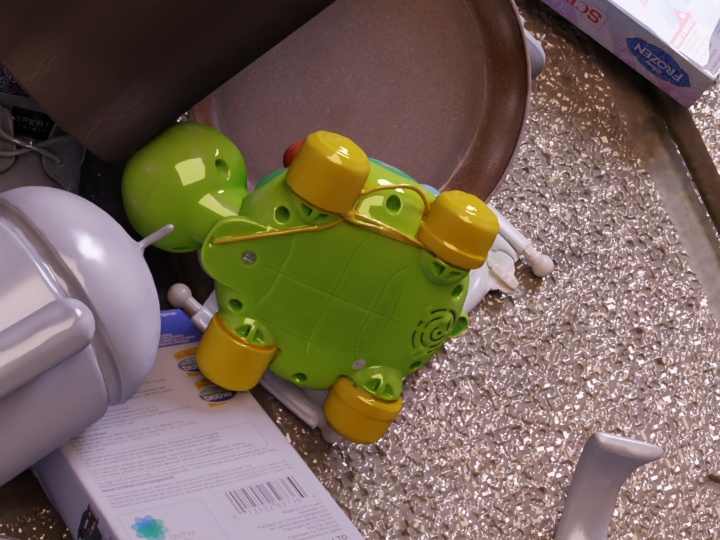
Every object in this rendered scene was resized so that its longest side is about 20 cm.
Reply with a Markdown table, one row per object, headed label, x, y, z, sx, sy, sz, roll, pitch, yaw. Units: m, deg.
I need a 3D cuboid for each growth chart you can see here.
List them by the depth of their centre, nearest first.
| label | x | y | z | sx | sy | sz | roll | pitch | yaw |
| --- | --- | --- | --- | --- | --- | --- | --- | --- | --- |
| growth chart | 0.000 | 0.000 | 0.978 | 0.200 | 0.018 | 0.145 | -39 | 82 | -26 |

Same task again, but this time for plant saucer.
| label | x | y | z | sx | sy | sz | roll | pitch | yaw |
| --- | --- | --- | --- | --- | --- | --- | --- | --- | --- |
| plant saucer | -0.002 | -0.103 | 0.954 | 0.198 | 0.032 | 0.202 | -3 | 99 | -17 |

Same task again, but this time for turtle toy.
| label | x | y | z | sx | sy | sz | roll | pitch | yaw |
| --- | --- | --- | --- | --- | --- | --- | --- | --- | --- |
| turtle toy | -0.030 | -0.012 | 0.889 | 0.199 | 0.146 | 0.101 | 24 | 19 | -17 |

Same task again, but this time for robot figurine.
| label | x | y | z | sx | sy | sz | roll | pitch | yaw |
| --- | --- | --- | --- | --- | --- | --- | --- | --- | --- |
| robot figurine | -0.174 | 0.037 | 0.783 | 0.199 | 0.169 | 0.114 | -34 | 107 | -23 |

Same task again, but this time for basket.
| label | x | y | z | sx | sy | sz | roll | pitch | yaw |
| --- | --- | --- | --- | --- | --- | --- | --- | --- | --- |
| basket | -0.087 | -0.160 | 0.844 | 0.200 | 0.136 | 0.181 | -43 | 51 | 5 |

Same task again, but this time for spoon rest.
| label | x | y | z | sx | sy | sz | roll | pitch | yaw |
| --- | --- | --- | --- | --- | --- | --- | --- | --- | --- |
| spoon rest | 0.119 | 0.190 | 0.918 | 0.098 | 0.061 | 0.202 | 15 | 77 | -8 |

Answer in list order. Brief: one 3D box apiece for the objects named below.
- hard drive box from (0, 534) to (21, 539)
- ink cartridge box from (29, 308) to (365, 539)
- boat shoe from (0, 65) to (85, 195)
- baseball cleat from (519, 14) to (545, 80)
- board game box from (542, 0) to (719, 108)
| label | x | y | z | sx | sy | sz | roll | pitch | yaw |
| --- | --- | --- | --- | --- | --- | --- | --- | --- | --- |
| hard drive box | -0.162 | 0.214 | 0.806 | 0.198 | 0.077 | 0.157 | 17 | 63 | -9 |
| ink cartridge box | -0.096 | 0.096 | 0.851 | 0.119 | 0.042 | 0.200 | -8 | 43 | -36 |
| boat shoe | -0.182 | -0.075 | 0.927 | 0.069 | 0.072 | 0.203 | 7 | 65 | -13 |
| baseball cleat | 0.007 | -0.140 | 1.021 | 0.199 | 0.070 | 0.107 | 27 | 68 | 8 |
| board game box | 0.181 | -0.235 | 1.099 | 0.199 | 0.041 | 0.200 | 37 | 61 | 1 |
